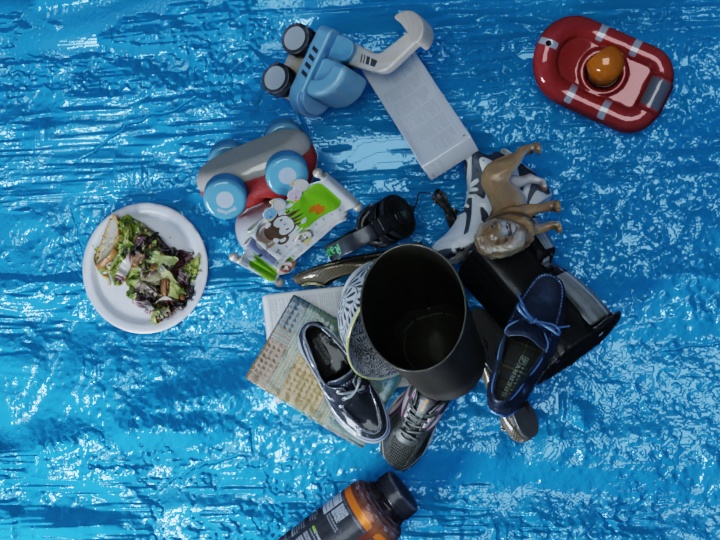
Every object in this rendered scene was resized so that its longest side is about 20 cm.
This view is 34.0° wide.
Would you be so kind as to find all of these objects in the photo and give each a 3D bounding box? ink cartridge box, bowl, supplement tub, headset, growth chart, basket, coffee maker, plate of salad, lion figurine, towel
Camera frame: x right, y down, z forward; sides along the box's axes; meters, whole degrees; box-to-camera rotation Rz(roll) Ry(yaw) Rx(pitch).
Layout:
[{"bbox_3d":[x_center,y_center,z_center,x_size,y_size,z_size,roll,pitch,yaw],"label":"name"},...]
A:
[{"bbox_3d":[-0.038,0.105,1.747,0.200,0.050,0.161,-6,86,-10],"label":"ink cartridge box"},{"bbox_3d":[0.034,0.046,1.661,0.094,0.201,0.201,39,94,39],"label":"bowl"},{"bbox_3d":[-0.016,0.374,1.688,0.200,0.107,0.107,-37,82,6],"label":"supplement tub"},{"bbox_3d":[0.045,-0.058,1.702,0.200,0.124,0.094,-30,94,-18],"label":"headset"},{"bbox_3d":[-0.093,-0.060,1.665,0.200,0.145,0.018,-42,54,19],"label":"growth chart"},{"bbox_3d":[0.092,0.085,1.563,0.136,0.200,0.180,-17,61,9],"label":"basket"},{"bbox_3d":[0.228,0.042,1.627,0.200,0.192,0.135,51,136,19],"label":"coffee maker"},{"bbox_3d":[-0.331,-0.004,1.789,0.200,0.048,0.200,-1,86,9],"label":"plate of salad"},{"bbox_3d":[0.203,-0.096,1.610,0.122,0.072,0.200,-10,43,1],"label":"lion figurine"},{"bbox_3d":[-0.047,0.145,1.709,0.200,0.022,0.147,30,82,-2],"label":"towel"}]

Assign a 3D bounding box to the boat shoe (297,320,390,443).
[{"bbox_3d":[-0.022,0.158,1.665,0.072,0.068,0.200,-30,88,-7],"label":"boat shoe"}]

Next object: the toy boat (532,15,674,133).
[{"bbox_3d":[0.339,-0.283,1.653,0.200,0.131,0.131,26,91,9],"label":"toy boat"}]

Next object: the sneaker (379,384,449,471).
[{"bbox_3d":[0.085,0.193,1.687,0.080,0.086,0.200,24,91,3],"label":"sneaker"}]

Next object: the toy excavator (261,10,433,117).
[{"bbox_3d":[-0.012,-0.298,1.697,0.200,0.100,0.195,28,94,28],"label":"toy excavator"}]

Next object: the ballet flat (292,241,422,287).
[{"bbox_3d":[0.000,0.000,1.730,0.200,0.067,0.046,-13,93,3],"label":"ballet flat"}]

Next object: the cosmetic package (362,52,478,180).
[{"bbox_3d":[0.085,-0.232,1.700,0.083,0.051,0.200,-33,60,8],"label":"cosmetic package"}]

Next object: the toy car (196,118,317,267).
[{"bbox_3d":[-0.127,-0.091,1.725,0.177,0.184,0.200,-20,115,4],"label":"toy car"}]

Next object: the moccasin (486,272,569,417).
[{"bbox_3d":[0.221,0.094,1.522,0.080,0.068,0.200,15,76,12],"label":"moccasin"}]

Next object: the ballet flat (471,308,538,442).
[{"bbox_3d":[0.195,0.152,1.688,0.046,0.067,0.200,-28,84,49],"label":"ballet flat"}]

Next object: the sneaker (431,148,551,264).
[{"bbox_3d":[0.161,-0.103,1.690,0.199,0.079,0.130,-34,75,-6],"label":"sneaker"}]
